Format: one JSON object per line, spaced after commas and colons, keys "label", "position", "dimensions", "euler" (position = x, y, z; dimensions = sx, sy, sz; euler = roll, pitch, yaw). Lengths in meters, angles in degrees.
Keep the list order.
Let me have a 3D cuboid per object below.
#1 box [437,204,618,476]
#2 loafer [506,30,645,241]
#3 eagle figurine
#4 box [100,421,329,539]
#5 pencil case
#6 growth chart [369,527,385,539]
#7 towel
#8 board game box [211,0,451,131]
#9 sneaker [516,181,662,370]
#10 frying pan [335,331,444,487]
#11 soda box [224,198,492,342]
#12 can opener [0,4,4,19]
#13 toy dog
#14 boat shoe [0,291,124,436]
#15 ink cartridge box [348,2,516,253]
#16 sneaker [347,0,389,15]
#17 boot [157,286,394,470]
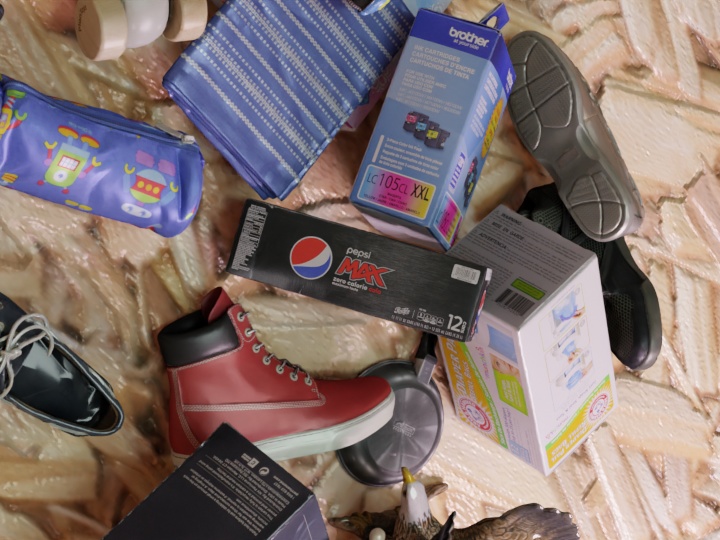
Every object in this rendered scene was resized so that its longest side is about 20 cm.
{"label": "box", "position": [0.140, 0.062, 1.539], "dimensions": [0.101, 0.112, 0.200], "euler": [-41, 140, -23]}
{"label": "loafer", "position": [0.188, -0.117, 1.580], "dimensions": [0.063, 0.072, 0.200], "euler": [-9, 71, -56]}
{"label": "eagle figurine", "position": [0.063, 0.234, 1.498], "dimensions": [0.151, 0.200, 0.152], "euler": [46, 72, -32]}
{"label": "box", "position": [-0.116, 0.253, 1.387], "dimensions": [0.182, 0.104, 0.200], "euler": [-42, 148, -20]}
{"label": "pencil case", "position": [-0.205, -0.086, 1.327], "dimensions": [0.200, 0.078, 0.087], "euler": [17, 118, -36]}
{"label": "growth chart", "position": [-0.049, 0.271, 1.380], "dimensions": [0.200, 0.018, 0.145], "euler": [-23, 136, -45]}
{"label": "towel", "position": [-0.053, -0.170, 1.409], "dimensions": [0.145, 0.024, 0.200], "euler": [47, 71, -30]}
{"label": "board game box", "position": [-0.018, -0.251, 1.453], "dimensions": [0.200, 0.041, 0.200], "euler": [44, 73, -32]}
{"label": "sneaker", "position": [0.188, 0.005, 1.578], "dimensions": [0.114, 0.076, 0.200], "euler": [-3, 57, -27]}
{"label": "frying pan", "position": [0.054, 0.110, 1.578], "dimensions": [0.190, 0.031, 0.115], "euler": [-45, 121, -17]}
{"label": "soda box", "position": [0.000, 0.000, 1.423], "dimensions": [0.200, 0.071, 0.063], "euler": [17, 91, 7]}
{"label": "can opener", "position": [-0.342, -0.179, 1.238], "dimensions": [0.200, 0.079, 0.063], "euler": [-19, 70, -34]}
{"label": "toy dog", "position": [-0.183, -0.243, 1.327], "dimensions": [0.132, 0.096, 0.200], "euler": [11, 77, -33]}
{"label": "boat shoe", "position": [-0.257, 0.065, 1.329], "dimensions": [0.200, 0.062, 0.075], "euler": [44, 75, -32]}
{"label": "ink cartridge box", "position": [0.067, -0.126, 1.474], "dimensions": [0.136, 0.076, 0.200], "euler": [41, 68, -77]}
{"label": "sneaker", "position": [0.008, -0.292, 1.395], "dimensions": [0.083, 0.071, 0.200], "euler": [11, 79, -25]}
{"label": "boot", "position": [-0.065, 0.076, 1.460], "dimensions": [0.200, 0.072, 0.145], "euler": [-12, 103, -27]}
